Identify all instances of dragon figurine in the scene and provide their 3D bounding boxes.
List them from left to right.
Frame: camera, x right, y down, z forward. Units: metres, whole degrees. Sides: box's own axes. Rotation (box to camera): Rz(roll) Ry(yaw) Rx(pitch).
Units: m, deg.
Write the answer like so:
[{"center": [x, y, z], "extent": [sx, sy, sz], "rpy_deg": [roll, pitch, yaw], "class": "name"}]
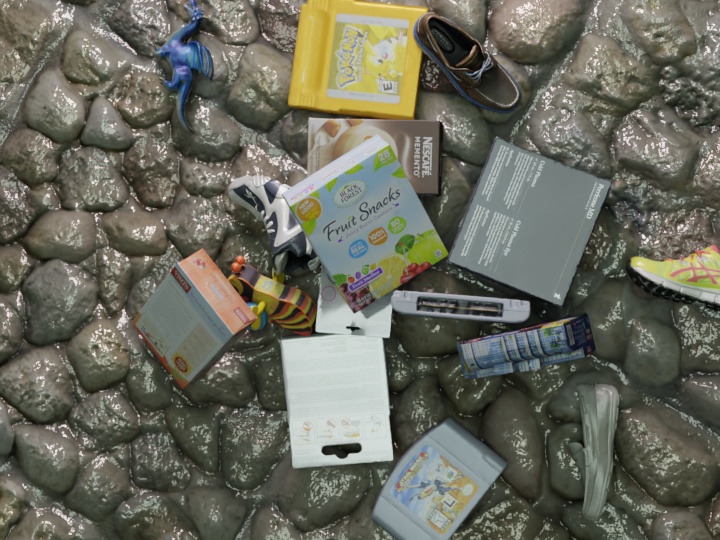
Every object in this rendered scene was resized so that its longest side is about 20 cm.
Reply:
[{"center": [-0.264, -0.322, 1.801], "extent": [0.099, 0.059, 0.201], "rpy_deg": [-17, 86, 7], "class": "dragon figurine"}]

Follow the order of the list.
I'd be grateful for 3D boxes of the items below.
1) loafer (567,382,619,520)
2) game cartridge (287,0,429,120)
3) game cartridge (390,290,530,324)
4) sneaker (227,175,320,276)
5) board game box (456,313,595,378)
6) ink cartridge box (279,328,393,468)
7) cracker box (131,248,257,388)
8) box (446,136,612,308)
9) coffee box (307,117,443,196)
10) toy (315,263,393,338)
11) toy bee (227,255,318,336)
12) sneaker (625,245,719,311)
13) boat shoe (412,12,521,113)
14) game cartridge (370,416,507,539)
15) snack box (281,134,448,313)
[{"center": [0.341, 0.267, 1.718], "extent": [0.069, 0.070, 0.201], "rpy_deg": [5, 82, 12], "class": "loafer"}, {"center": [-0.003, -0.326, 1.782], "extent": [0.199, 0.032, 0.177], "rpy_deg": [7, 90, 6], "class": "game cartridge"}, {"center": [0.150, 0.056, 1.707], "extent": [0.199, 0.133, 0.041], "rpy_deg": [4, 90, 8], "class": "game cartridge"}, {"center": [-0.130, -0.059, 1.747], "extent": [0.198, 0.080, 0.130], "rpy_deg": [20, 70, 13], "class": "sneaker"}, {"center": [0.225, 0.117, 1.689], "extent": [0.199, 0.200, 0.062], "rpy_deg": [-14, 87, 21], "class": "board game box"}, {"center": [-0.035, 0.193, 1.775], "extent": [0.162, 0.057, 0.201], "rpy_deg": [-6, 94, 7], "class": "ink cartridge box"}, {"center": [-0.252, 0.075, 1.739], "extent": [0.134, 0.058, 0.200], "rpy_deg": [52, 138, 5], "class": "cracker box"}, {"center": [0.248, -0.069, 1.711], "extent": [0.182, 0.104, 0.201], "rpy_deg": [23, 93, 7], "class": "box"}, {"center": [0.024, -0.171, 1.753], "extent": [0.199, 0.080, 0.115], "rpy_deg": [1, 91, 7], "class": "coffee box"}, {"center": [0.000, 0.000, 1.771], "extent": [0.115, 0.047, 0.201], "rpy_deg": [4, 85, 11], "class": "toy"}, {"center": [-0.163, 0.036, 1.749], "extent": [0.199, 0.131, 0.109], "rpy_deg": [-1, 131, -6], "class": "toy bee"}, {"center": [0.490, 0.003, 1.702], "extent": [0.199, 0.078, 0.091], "rpy_deg": [15, 83, 1], "class": "sneaker"}, {"center": [0.160, -0.307, 1.729], "extent": [0.200, 0.072, 0.072], "rpy_deg": [37, 90, -6], "class": "boat shoe"}, {"center": [0.112, 0.330, 1.760], "extent": [0.133, 0.042, 0.200], "rpy_deg": [37, 94, 2], "class": "game cartridge"}, {"center": [0.008, -0.066, 1.673], "extent": [0.168, 0.068, 0.200], "rpy_deg": [-33, 114, -3], "class": "snack box"}]
